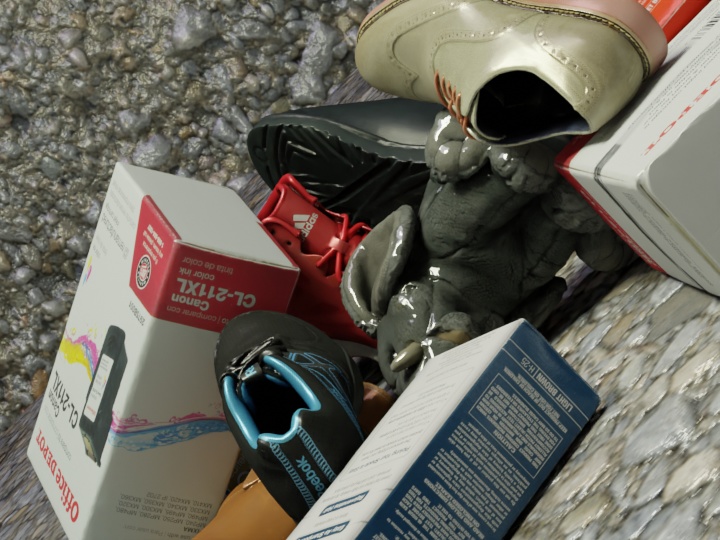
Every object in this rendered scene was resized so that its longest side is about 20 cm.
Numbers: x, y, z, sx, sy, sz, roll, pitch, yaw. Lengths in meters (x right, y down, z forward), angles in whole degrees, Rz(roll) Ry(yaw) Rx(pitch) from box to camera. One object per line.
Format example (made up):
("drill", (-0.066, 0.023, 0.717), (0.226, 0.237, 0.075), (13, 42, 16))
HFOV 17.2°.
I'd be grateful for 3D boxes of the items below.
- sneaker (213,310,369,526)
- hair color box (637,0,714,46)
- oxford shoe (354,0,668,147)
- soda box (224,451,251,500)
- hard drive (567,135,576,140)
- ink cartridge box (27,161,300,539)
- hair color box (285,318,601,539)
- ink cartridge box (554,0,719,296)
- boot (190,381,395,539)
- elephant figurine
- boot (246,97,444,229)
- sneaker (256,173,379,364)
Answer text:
("sneaker", (-0.038, 0.063, 1.253), (0.073, 0.082, 0.200), (-38, 32, 0))
("hair color box", (0.149, -0.136, 1.337), (0.061, 0.101, 0.200), (-49, 32, -5))
("oxford shoe", (0.059, -0.103, 1.215), (0.199, 0.071, 0.074), (2, 48, 49))
("soda box", (-0.095, 0.147, 1.547), (0.068, 0.064, 0.200), (-34, 13, 52))
("hard drive", (0.096, -0.027, 1.539), (0.200, 0.038, 0.140), (-44, 9, 8))
("ink cartridge box", (-0.121, 0.058, 1.418), (0.146, 0.082, 0.201), (46, 120, 61))
("hair color box", (0.020, 0.120, 1.121), (0.200, 0.061, 0.100), (-50, 10, -28))
("ink cartridge box", (0.185, -0.069, 1.136), (0.144, 0.084, 0.200), (-45, 7, 0))
("boot", (-0.033, 0.127, 1.308), (0.155, 0.074, 0.200), (-45, 9, -10))
("elephant figurine", (0.051, 0.011, 1.316), (0.201, 0.141, 0.155), (-59, -25, 15))
("boot", (0.050, -0.101, 1.509), (0.199, 0.077, 0.168), (9, 43, 30))
("sneaker", (0.000, 0.000, 1.434), (0.199, 0.116, 0.079), (-7, 46, 41))
